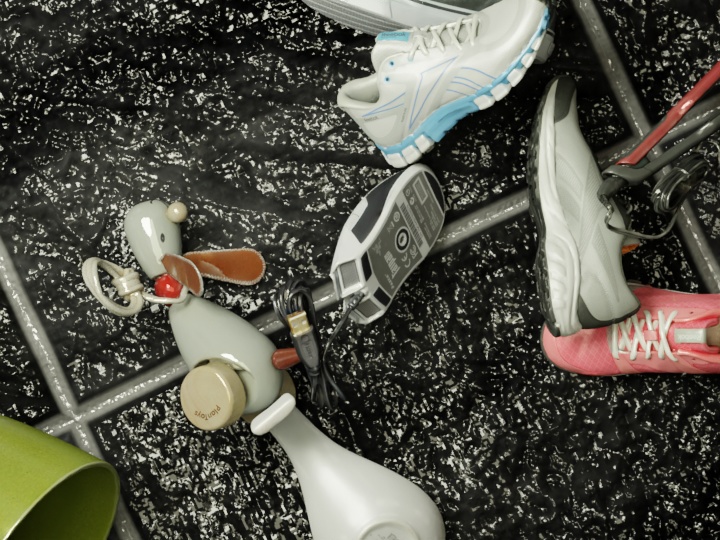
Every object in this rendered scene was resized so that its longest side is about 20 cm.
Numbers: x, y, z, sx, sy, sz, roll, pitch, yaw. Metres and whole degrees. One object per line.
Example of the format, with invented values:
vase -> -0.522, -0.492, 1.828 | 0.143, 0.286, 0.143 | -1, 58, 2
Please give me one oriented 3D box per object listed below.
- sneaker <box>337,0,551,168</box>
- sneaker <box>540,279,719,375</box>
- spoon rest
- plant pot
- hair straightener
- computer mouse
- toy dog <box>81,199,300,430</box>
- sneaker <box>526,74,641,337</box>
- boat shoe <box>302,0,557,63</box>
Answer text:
sneaker -> 0.057, -0.154, 1.643 | 0.087, 0.075, 0.200 | 36, 129, -21
sneaker -> 0.234, 0.042, 1.674 | 0.199, 0.087, 0.074 | -3, 90, 5
spoon rest -> -0.012, 0.171, 1.702 | 0.099, 0.061, 0.200 | -37, 110, 0
plant pot -> -0.317, 0.173, 1.689 | 0.199, 0.187, 0.188 | 32, 93, 18
hair straightener -> 0.251, -0.088, 1.659 | 0.077, 0.041, 0.200 | 47, 65, 1
computer mouse -> 0.000, 0.000, 1.678 | 0.044, 0.110, 0.200 | 7, 48, 37
toy dog -> -0.106, 0.029, 1.692 | 0.096, 0.132, 0.200 | -33, 98, 26
sneaker -> 0.166, -0.050, 1.677 | 0.079, 0.074, 0.201 | -5, 76, -1
boat shoe -> 0.054, -0.211, 1.702 | 0.199, 0.072, 0.071 | 13, 84, -7
